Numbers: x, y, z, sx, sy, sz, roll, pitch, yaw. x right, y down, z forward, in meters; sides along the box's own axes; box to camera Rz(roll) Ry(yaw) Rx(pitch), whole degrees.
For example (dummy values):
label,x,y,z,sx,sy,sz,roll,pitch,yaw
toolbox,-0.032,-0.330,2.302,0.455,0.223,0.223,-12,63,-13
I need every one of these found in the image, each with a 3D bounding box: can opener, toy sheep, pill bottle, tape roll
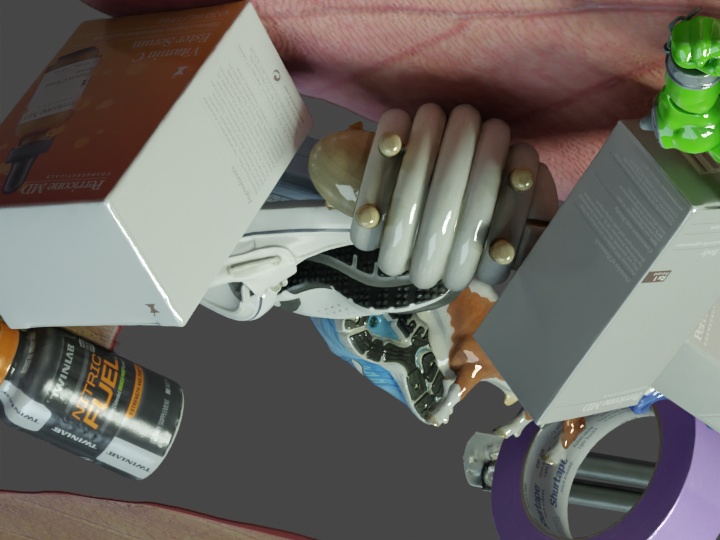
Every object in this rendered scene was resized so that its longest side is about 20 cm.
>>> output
label,x,y,z,sx,sy,sz,roll,pitch,yaw
can opener,0.193,0.187,1.938,0.199,0.054,0.067,8,-172,18
toy sheep,0.061,-0.047,1.369,0.199,0.139,0.138,19,157,1
pill bottle,-0.279,0.119,2.000,0.199,0.107,0.106,26,155,-24
tape roll,0.202,0.165,1.665,0.199,0.201,0.066,-7,149,43

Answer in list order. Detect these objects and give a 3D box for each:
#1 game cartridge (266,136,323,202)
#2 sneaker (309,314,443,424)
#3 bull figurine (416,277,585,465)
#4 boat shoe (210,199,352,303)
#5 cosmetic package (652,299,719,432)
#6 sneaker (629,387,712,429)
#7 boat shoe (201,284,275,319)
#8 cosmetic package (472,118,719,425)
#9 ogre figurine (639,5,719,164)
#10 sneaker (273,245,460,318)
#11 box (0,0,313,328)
label,x,y,z,sx,sy,sz,roll,pitch,yaw
game cartridge,-0.057,-0.060,1.539,0.199,0.042,0.133,17,153,-1
sneaker,0.021,0.057,1.735,0.090,0.079,0.200,21,162,42
bull figurine,0.108,0.070,1.630,0.199,0.122,0.065,21,-172,-22
boat shoe,-0.079,-0.011,1.441,0.199,0.066,0.072,-8,-172,-23
cosmetic package,0.267,0.049,1.463,0.090,0.107,0.200,-8,149,45
sneaker,0.203,0.059,1.570,0.199,0.089,0.075,16,159,4
boat shoe,-0.154,-0.024,1.501,0.200,0.066,0.072,40,132,5
cosmetic package,0.170,0.000,1.313,0.106,0.090,0.201,-9,139,-40
ogre figurine,0.246,-0.089,1.183,0.199,0.099,0.120,-6,164,-27
sneaker,0.000,0.000,1.524,0.199,0.074,0.080,4,166,39
box,-0.150,-0.068,1.342,0.151,0.200,0.107,-2,131,34
